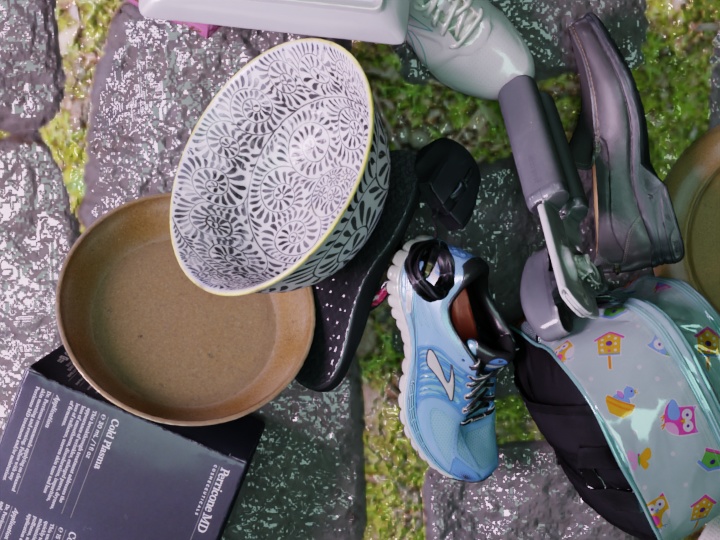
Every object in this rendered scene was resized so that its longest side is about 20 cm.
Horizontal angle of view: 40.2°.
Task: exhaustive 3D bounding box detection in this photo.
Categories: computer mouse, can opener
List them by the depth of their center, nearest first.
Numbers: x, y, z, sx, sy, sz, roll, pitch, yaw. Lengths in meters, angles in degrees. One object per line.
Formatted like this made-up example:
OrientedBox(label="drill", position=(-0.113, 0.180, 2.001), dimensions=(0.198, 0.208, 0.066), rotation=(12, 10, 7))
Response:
OrientedBox(label="can opener", position=(0.126, -0.047, 0.711), dimensions=(0.066, 0.203, 0.053), rotation=(-31, 140, 30))
OrientedBox(label="computer mouse", position=(0.063, -0.043, 0.712), dimensions=(0.034, 0.201, 0.059), rotation=(-25, 117, 24))

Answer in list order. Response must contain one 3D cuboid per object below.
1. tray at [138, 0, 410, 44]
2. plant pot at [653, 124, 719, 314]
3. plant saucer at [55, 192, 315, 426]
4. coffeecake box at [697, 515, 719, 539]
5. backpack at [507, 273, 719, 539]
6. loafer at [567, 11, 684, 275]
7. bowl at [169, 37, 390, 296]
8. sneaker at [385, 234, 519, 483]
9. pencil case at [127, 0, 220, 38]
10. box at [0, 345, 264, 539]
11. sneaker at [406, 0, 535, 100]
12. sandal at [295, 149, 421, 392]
OrientedBox(label="tray", position=(-0.059, -0.226, 0.697), dimensions=(0.196, 0.022, 0.110), rotation=(6, 95, 2))
OrientedBox(label="plant pot", position=(0.333, -0.026, 0.783), dimensions=(0.196, 0.027, 0.205), rotation=(0, 98, 2))
OrientedBox(label="plant saucer", position=(-0.133, 0.032, 0.761), dimensions=(0.196, 0.036, 0.203), rotation=(8, 57, -12))
OrientedBox(label="coffeecake box", position=(0.351, 0.176, 0.747), dimensions=(0.152, 0.073, 0.203), rotation=(20, 100, -39))
OrientedBox(label="backpack", position=(0.203, 0.098, 0.717), dimensions=(0.151, 0.200, 0.178), rotation=(-26, 95, 5))
OrientedBox(label="loafer", position=(0.187, -0.095, 0.758), dimensions=(0.071, 0.073, 0.204), rotation=(-17, 86, 15))
OrientedBox(label="bowl", position=(-0.044, -0.062, 0.745), dimensions=(0.202, 0.201, 0.094), rotation=(-52, 137, 8))
OrientedBox(label="sneaker", position=(0.078, 0.076, 0.755), dimensions=(0.078, 0.089, 0.204), rotation=(-27, 113, -36))
OrientedBox(label="pencil case", position=(-0.179, -0.259, 0.749), dimensions=(0.197, 0.083, 0.088), rotation=(26, 64, 0))
OrientedBox(label="box", position=(-0.199, 0.190, 0.786), dimensions=(0.179, 0.104, 0.203), rotation=(23, 99, 0))
OrientedBox(label="sneaker", position=(0.053, -0.202, 0.747), dimensions=(0.200, 0.080, 0.071), rotation=(41, 95, -4))
OrientedBox(label="sandal", position=(0.000, 0.000, 0.786), dimensions=(0.074, 0.045, 0.203), rotation=(25, 95, 41))
